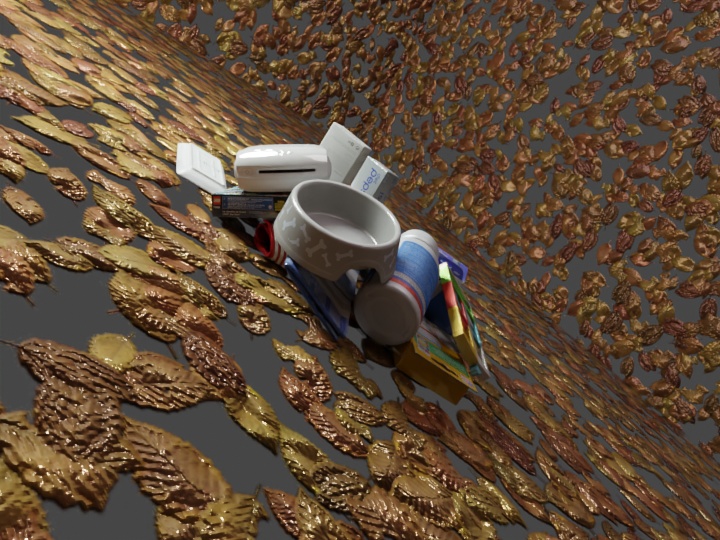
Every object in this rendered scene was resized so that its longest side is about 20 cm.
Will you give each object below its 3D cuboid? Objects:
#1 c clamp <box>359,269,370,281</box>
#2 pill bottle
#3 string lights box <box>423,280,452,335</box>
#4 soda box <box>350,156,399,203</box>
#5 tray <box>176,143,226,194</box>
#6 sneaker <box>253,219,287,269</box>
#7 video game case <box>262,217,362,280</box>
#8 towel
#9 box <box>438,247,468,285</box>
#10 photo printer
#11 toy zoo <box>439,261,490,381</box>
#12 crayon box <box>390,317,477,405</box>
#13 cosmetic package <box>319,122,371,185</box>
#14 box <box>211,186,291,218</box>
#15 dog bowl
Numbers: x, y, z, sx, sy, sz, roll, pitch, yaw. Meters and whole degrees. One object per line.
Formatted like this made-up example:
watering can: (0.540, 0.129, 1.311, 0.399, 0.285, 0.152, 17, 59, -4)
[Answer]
c clamp: (0.000, 0.000, 1.067, 0.202, 0.027, 0.171, 56, -5, -32)
pill bottle: (0.069, 0.017, 0.950, 0.111, 0.113, 0.201, 34, 39, -1)
string lights box: (0.143, 0.068, 1.122, 0.201, 0.058, 0.103, 52, 3, -41)
soda box: (0.001, -0.148, 1.313, 0.068, 0.203, 0.063, 39, 15, 26)
tray: (-0.299, -0.197, 1.113, 0.106, 0.022, 0.201, 31, 15, -28)
sneaker: (-0.115, -0.073, 0.997, 0.113, 0.079, 0.202, 30, 26, -14)
video game case: (-0.086, -0.050, 1.159, 0.182, 0.022, 0.198, 44, 15, 26)
towel: (-0.052, -0.003, 0.890, 0.149, 0.023, 0.202, 56, 21, -21)
box: (0.128, 0.007, 1.186, 0.117, 0.199, 0.042, 32, 54, -14)
photo printer: (-0.130, -0.177, 0.994, 0.160, 0.072, 0.200, -3, 14, -6)
toy zoo: (0.182, 0.099, 1.014, 0.132, 0.020, 0.204, 55, 20, -37)
crayon box: (0.111, 0.139, 0.963, 0.124, 0.052, 0.201, 33, 13, -12)
cosmetic package: (-0.067, -0.185, 1.178, 0.084, 0.203, 0.108, 36, 10, 2)
box: (-0.167, -0.125, 1.027, 0.131, 0.041, 0.200, 2, 13, 4)
dog bowl: (-0.027, -0.063, 0.854, 0.194, 0.060, 0.202, 18, 31, -11)
